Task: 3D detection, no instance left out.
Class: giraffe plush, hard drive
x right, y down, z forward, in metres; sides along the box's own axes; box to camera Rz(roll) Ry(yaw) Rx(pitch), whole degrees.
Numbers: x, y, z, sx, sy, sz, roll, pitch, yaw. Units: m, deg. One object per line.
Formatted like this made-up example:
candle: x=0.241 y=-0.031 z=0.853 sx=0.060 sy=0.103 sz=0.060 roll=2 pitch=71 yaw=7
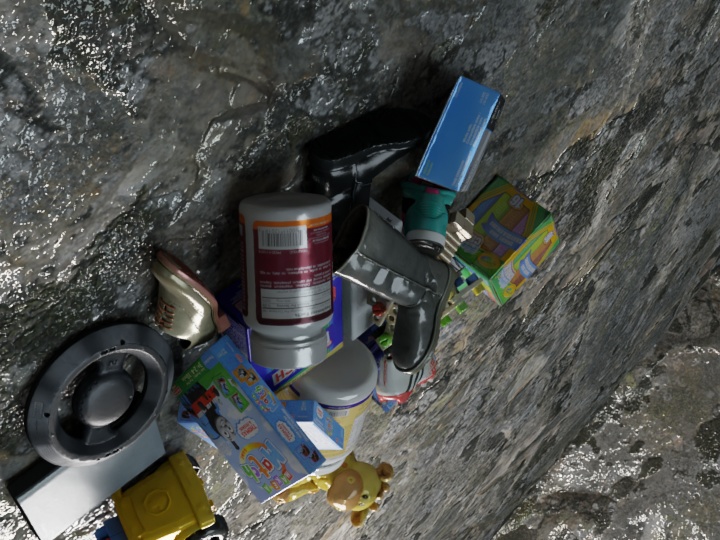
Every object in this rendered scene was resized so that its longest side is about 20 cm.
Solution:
giraffe plush: x=-0.037 y=0.362 z=1.828 sx=0.200 sy=0.162 sz=0.173 roll=-27 pitch=145 yaw=-37
hard drive: x=-0.352 y=0.258 z=1.361 sx=0.200 sy=0.033 sz=0.140 roll=-37 pitch=150 yaw=-25

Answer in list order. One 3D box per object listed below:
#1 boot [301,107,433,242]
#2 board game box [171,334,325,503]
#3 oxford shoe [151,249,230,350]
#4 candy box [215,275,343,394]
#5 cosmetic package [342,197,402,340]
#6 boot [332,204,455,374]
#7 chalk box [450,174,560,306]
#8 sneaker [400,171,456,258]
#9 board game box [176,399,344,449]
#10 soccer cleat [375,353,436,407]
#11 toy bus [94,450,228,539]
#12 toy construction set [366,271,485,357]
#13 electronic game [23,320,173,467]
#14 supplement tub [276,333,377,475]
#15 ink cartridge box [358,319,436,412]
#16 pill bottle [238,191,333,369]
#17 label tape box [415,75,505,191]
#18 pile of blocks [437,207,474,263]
boot: x=0.002 y=-0.116 z=1.381 sx=0.198 sy=0.073 sz=0.163 roll=-25 pitch=142 yaw=-28
board game box: x=-0.149 y=0.195 z=1.348 sx=0.037 sy=0.200 sz=0.151 roll=-39 pitch=179 yaw=-39
oxford shoe: x=-0.215 y=0.045 z=1.258 sx=0.074 sy=0.071 sz=0.200 roll=-41 pitch=152 yaw=-11
candy box: x=-0.109 y=0.073 z=1.448 sx=0.169 sy=0.077 sz=0.200 roll=-36 pitch=151 yaw=-26
cosmetic package: x=0.000 y=0.000 z=1.526 sx=0.101 sy=0.071 sz=0.200 roll=-37 pitch=151 yaw=-26
boot: x=0.034 y=0.030 z=1.390 sx=0.200 sy=0.072 sz=0.183 roll=27 pitch=75 yaw=-49
chalk box: x=0.221 y=-0.033 z=1.763 sx=0.200 sy=0.124 sz=0.124 roll=-48 pitch=153 yaw=-5
sneaker: x=0.087 y=-0.082 z=1.552 sx=0.200 sy=0.083 sz=0.121 roll=145 pitch=-44 yaw=-77
board game box: x=-0.139 y=0.221 z=1.487 sx=0.151 sy=0.199 sz=0.037 roll=58 pitch=33 yaw=-62
soccer cleat: x=0.073 y=0.147 z=1.650 sx=0.200 sy=0.068 sz=0.086 roll=-34 pitch=123 yaw=-64
toy bus: x=-0.297 y=0.383 z=1.516 sx=0.191 sy=0.136 sz=0.200 roll=-25 pitch=149 yaw=-17
toy construction set: x=0.084 y=0.060 z=1.553 sx=0.199 sy=0.092 sz=0.131 roll=-11 pitch=158 yaw=-43
electronic game: x=-0.312 y=0.150 z=1.262 sx=0.200 sy=0.042 sz=0.201 roll=-29 pitch=135 yaw=-33
supplement tub: x=-0.061 y=0.207 z=1.615 sx=0.145 sy=0.145 sz=0.201 roll=-26 pitch=145 yaw=-39
ink cartridge box: x=0.045 y=0.144 z=1.777 sx=0.136 sy=0.076 sz=0.200 roll=-46 pitch=151 yaw=-8
pill bottle: x=-0.089 y=0.011 z=1.278 sx=0.114 sy=0.114 sz=0.201 roll=-17 pitch=112 yaw=-47
label tape box: x=0.138 y=-0.182 z=1.416 sx=0.200 sy=0.066 sz=0.144 roll=-34 pitch=147 yaw=-79
pile of blocks: x=0.102 y=-0.027 z=1.673 sx=0.062 sy=0.082 sz=0.200 roll=40 pitch=82 yaw=-32
